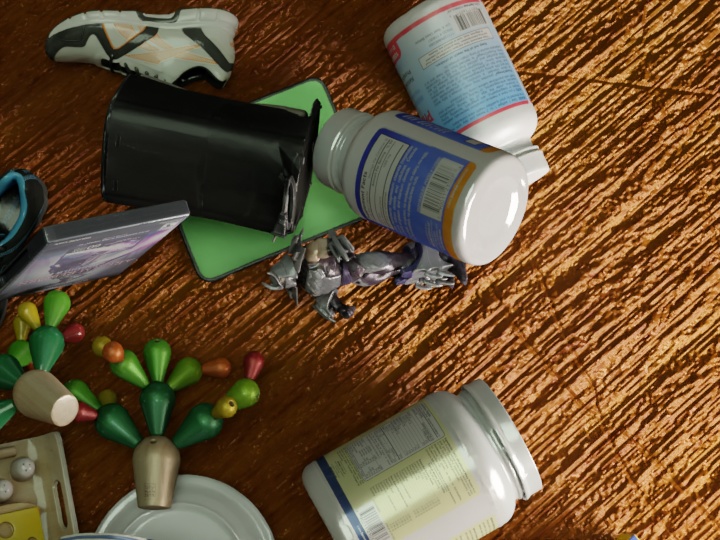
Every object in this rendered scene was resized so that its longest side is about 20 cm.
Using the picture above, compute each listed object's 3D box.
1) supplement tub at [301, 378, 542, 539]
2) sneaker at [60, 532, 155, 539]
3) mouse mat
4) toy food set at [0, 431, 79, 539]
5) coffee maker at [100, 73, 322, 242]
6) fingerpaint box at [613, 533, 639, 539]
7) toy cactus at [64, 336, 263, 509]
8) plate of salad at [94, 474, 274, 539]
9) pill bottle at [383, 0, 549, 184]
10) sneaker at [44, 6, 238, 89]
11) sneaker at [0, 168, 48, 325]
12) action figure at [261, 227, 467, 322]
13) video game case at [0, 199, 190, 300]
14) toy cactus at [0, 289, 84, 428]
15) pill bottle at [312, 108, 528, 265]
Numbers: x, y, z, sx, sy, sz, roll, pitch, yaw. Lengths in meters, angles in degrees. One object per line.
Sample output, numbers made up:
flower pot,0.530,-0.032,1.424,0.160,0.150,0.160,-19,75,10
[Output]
supplement tub,0.059,0.206,1.522,0.199,0.145,0.146,-29,83,-6
sneaker,-0.195,0.312,1.487,0.197,0.081,0.116,6,75,8
mouse mat,-0.101,-0.095,1.635,0.199,0.008,0.162,-22,82,-5
toy food set,-0.373,0.243,1.523,0.198,0.060,0.145,-9,82,-26
coffee maker,-0.149,-0.115,1.539,0.198,0.192,0.136,10,97,3
fingerpaint box,0.265,0.385,1.535,0.167,0.073,0.200,-40,84,-6
toy cactus,-0.194,0.145,1.540,0.198,0.102,0.167,1,74,-4
plate of salad,-0.173,0.302,1.552,0.198,0.048,0.202,-2,75,9
pill bottle,0.111,-0.173,1.600,0.108,0.109,0.201,-25,82,-5
sneaker,-0.223,-0.222,1.619,0.198,0.074,0.081,-3,83,-1
sneaker,-0.376,-0.011,1.578,0.073,0.082,0.202,20,83,-1
action figure,0.000,0.000,1.569,0.198,0.130,0.070,-6,71,-11
video game case,-0.261,-0.017,1.500,0.142,0.200,0.019,-13,80,-31
toy cactus,-0.326,0.113,1.507,0.164,0.103,0.200,22,56,42
pill bottle,0.053,-0.089,1.533,0.199,0.112,0.113,25,80,34
